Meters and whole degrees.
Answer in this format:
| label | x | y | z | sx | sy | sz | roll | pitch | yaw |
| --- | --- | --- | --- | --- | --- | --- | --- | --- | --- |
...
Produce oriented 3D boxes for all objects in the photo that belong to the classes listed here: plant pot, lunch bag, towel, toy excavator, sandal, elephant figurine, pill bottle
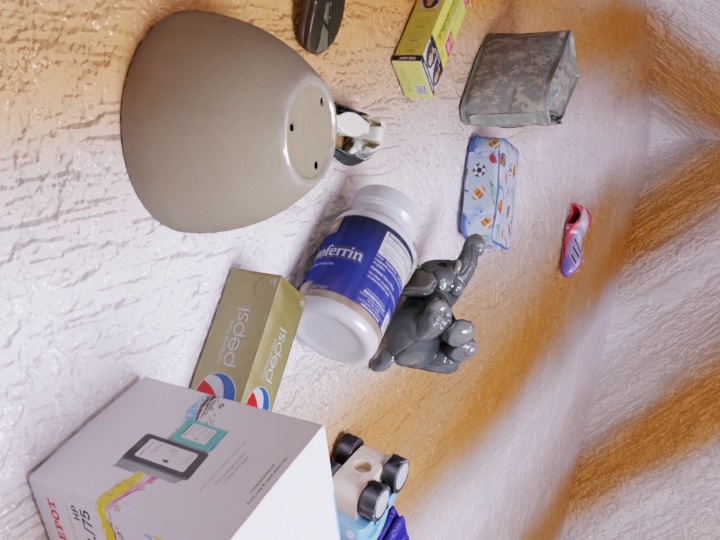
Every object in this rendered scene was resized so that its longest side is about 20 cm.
| label | x | y | z | sx | sy | sz | roll | pitch | yaw |
| --- | --- | --- | --- | --- | --- | --- | --- | --- | --- |
| plant pot | -0.098 | -0.129 | 0.761 | 0.200 | 0.132 | 0.206 | -29 | 123 | -59 |
| lunch bag | 0.274 | -0.312 | 1.442 | 0.202 | 0.161 | 0.119 | -61 | 144 | -35 |
| towel | 0.046 | 0.483 | 1.322 | 0.149 | 0.048 | 0.203 | -61 | 147 | -38 |
| toy excavator | -0.021 | 0.353 | 1.114 | 0.194 | 0.098 | 0.205 | -36 | 137 | -55 |
| sandal | -0.038 | -0.345 | 0.926 | 0.081 | 0.054 | 0.204 | -11 | 121 | -57 |
| elephant figurine | 0.104 | 0.044 | 1.249 | 0.143 | 0.152 | 0.203 | 120 | -24 | -43 |
| lunch bag | 0.237 | -0.133 | 1.521 | 0.160 | 0.074 | 0.205 | 16 | 82 | -66 |
| pill bottle | 0.000 | 0.000 | 1.020 | 0.203 | 0.113 | 0.117 | -65 | 149 | -33 |

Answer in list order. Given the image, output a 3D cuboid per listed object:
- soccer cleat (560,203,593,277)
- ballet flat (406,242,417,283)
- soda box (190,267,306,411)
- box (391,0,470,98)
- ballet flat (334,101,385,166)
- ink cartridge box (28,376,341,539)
| label | x | y | z | sx | sy | sz | roll | pitch | yaw |
| --- | --- | --- | --- | --- | --- | --- | --- | --- | --- |
| soccer cleat | 0.563 | -0.081 | 2.237 | 0.076 | 0.066 | 0.204 | 33 | 70 | -28 |
| ballet flat | 0.045 | 0.003 | 1.155 | 0.068 | 0.062 | 0.201 | 51 | 44 | -15 |
| soda box | -0.122 | 0.104 | 0.850 | 0.064 | 0.066 | 0.204 | 46 | 56 | -57 |
| box | 0.105 | -0.349 | 1.213 | 0.203 | 0.049 | 0.076 | -68 | 150 | -27 |
| ballet flat | -0.013 | -0.162 | 1.002 | 0.199 | 0.067 | 0.070 | -2 | 98 | -64 |
| ink cartridge box | -0.138 | 0.206 | 0.696 | 0.146 | 0.196 | 0.150 | -44 | 135 | -49 |
